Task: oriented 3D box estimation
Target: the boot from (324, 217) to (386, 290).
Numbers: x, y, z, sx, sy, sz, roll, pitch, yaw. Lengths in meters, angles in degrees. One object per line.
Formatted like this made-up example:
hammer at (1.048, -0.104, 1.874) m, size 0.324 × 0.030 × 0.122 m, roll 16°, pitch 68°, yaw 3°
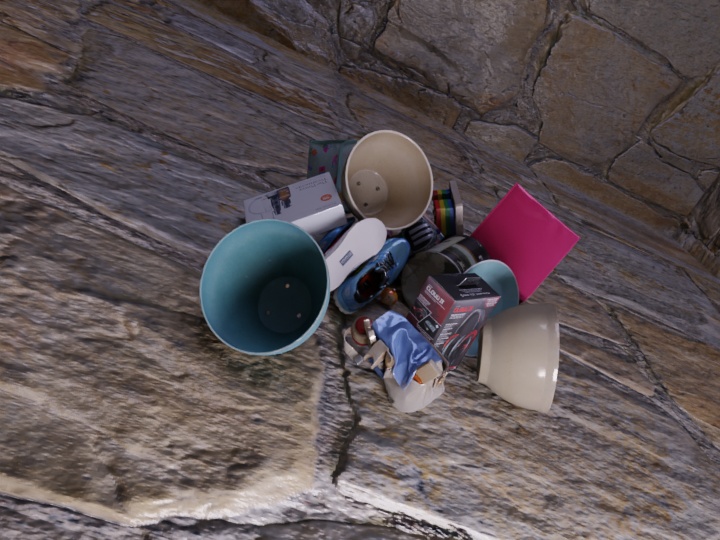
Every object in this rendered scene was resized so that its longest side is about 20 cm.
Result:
boot at (-0.037, -0.028, 1.113) m, size 0.199 × 0.090 × 0.074 m, roll -41°, pitch 102°, yaw -33°

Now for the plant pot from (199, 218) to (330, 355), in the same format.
plant pot at (-0.135, 0.039, 0.911) m, size 0.198 × 0.202 × 0.135 m, roll 35°, pitch -9°, yaw 15°

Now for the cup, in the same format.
cup at (0.038, -0.179, 1.241) m, size 0.196 × 0.205 × 0.143 m, roll 18°, pitch -10°, yaw -18°

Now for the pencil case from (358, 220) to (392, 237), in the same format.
pencil case at (0.039, -0.101, 1.414) m, size 0.083 × 0.085 × 0.201 m, roll 53°, pitch 18°, yaw -22°

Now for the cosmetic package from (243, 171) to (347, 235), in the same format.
cosmetic package at (-0.137, -0.120, 1.186) m, size 0.196 × 0.052 × 0.152 m, roll -19°, pitch 39°, yaw -3°

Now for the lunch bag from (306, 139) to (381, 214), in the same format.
lunch bag at (-0.029, -0.222, 1.380) m, size 0.197 × 0.175 × 0.121 m, roll 10°, pitch 6°, yaw 36°

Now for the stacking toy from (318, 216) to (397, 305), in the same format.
stacking toy at (0.000, 0.000, 1.199) m, size 0.200 × 0.116 × 0.110 m, roll 44°, pitch 33°, yaw 1°

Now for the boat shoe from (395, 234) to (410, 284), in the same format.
boat shoe at (0.106, -0.041, 1.378) m, size 0.074 × 0.075 × 0.201 m, roll 24°, pitch 27°, yaw -8°

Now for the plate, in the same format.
plate at (0.246, 0.076, 1.188) m, size 0.197 × 0.205 × 0.025 m, roll 9°, pitch 8°, yaw -33°

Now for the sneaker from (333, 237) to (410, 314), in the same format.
sneaker at (0.040, 0.009, 1.119) m, size 0.079 × 0.089 × 0.200 m, roll 51°, pitch 61°, yaw -13°

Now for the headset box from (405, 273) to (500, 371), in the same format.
headset box at (0.154, 0.091, 1.046) m, size 0.147 × 0.203 × 0.075 m, roll -2°, pitch 36°, yaw -46°

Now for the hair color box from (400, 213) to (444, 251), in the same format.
hair color box at (0.123, -0.136, 1.421) m, size 0.099 × 0.061 × 0.201 m, roll 35°, pitch 18°, yaw -33°

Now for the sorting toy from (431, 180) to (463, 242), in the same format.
sorting toy at (0.223, -0.104, 1.493) m, size 0.068 × 0.203 × 0.201 m, roll -3°, pitch 25°, yaw 5°

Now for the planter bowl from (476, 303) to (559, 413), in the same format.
planter bowl at (0.289, 0.159, 1.099) m, size 0.131 × 0.205 × 0.201 m, roll 4°, pitch 25°, yaw 8°

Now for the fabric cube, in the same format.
fabric cube at (0.388, -0.057, 1.448) m, size 0.199 × 0.197 × 0.200 m, roll 42°, pitch -2°, yaw 11°

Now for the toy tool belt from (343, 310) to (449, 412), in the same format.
toy tool belt at (0.056, 0.124, 0.944) m, size 0.124 × 0.124 × 0.200 m, roll -34°, pitch 60°, yaw -23°

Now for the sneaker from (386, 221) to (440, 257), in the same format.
sneaker at (0.082, -0.041, 1.260) m, size 0.087 × 0.197 × 0.076 m, roll -1°, pitch 71°, yaw -62°

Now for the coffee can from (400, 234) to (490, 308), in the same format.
coffee can at (0.194, 0.011, 1.290) m, size 0.145 × 0.148 × 0.199 m, roll 36°, pitch 28°, yaw 17°
